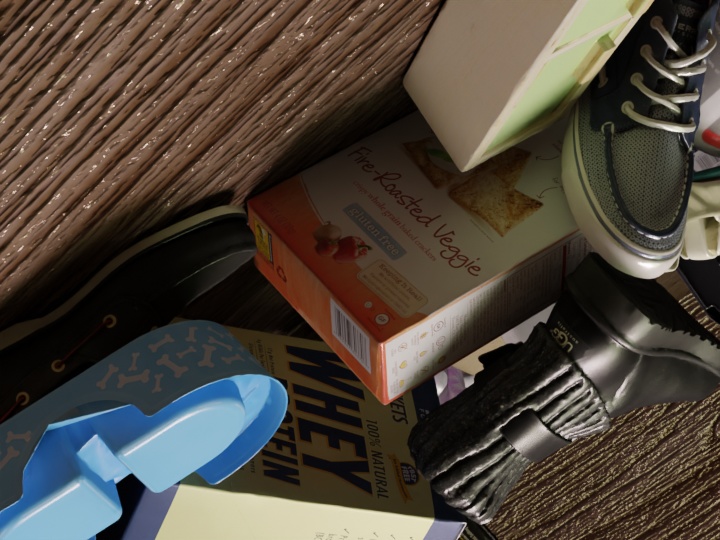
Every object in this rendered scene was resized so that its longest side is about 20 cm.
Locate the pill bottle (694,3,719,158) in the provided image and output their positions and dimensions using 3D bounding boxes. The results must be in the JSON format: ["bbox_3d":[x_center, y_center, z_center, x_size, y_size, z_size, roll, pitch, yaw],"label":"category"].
[{"bbox_3d":[0.275,-0.169,1.115,0.113,0.114,0.200,-23,165,-42],"label":"pill bottle"}]

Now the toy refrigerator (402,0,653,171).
[{"bbox_3d":[0.093,-0.128,0.887,0.076,0.070,0.200,-28,167,-24],"label":"toy refrigerator"}]

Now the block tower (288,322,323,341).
[{"bbox_3d":[-0.020,0.089,1.302,0.058,0.054,0.200,-38,-163,14],"label":"block tower"}]

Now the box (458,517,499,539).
[{"bbox_3d":[0.003,0.228,1.232,0.193,0.200,0.047,-48,128,2],"label":"box"}]

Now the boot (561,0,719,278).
[{"bbox_3d":[0.157,-0.099,0.961,0.072,0.201,0.091,12,142,-17],"label":"boot"}]

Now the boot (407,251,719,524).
[{"bbox_3d":[0.125,0.074,1.025,0.158,0.080,0.211,-49,148,13],"label":"boot"}]

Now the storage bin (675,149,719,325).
[{"bbox_3d":[0.271,-0.069,1.297,0.135,0.201,0.094,-36,170,13],"label":"storage bin"}]

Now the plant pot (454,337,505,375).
[{"bbox_3d":[0.116,0.010,1.370,0.199,0.135,0.200,-31,169,-7],"label":"plant pot"}]

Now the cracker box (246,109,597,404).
[{"bbox_3d":[0.053,-0.028,1.012,0.199,0.134,0.058,-29,142,-22],"label":"cracker box"}]

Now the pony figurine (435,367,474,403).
[{"bbox_3d":[0.066,0.091,1.608,0.200,0.166,0.195,-3,116,-63],"label":"pony figurine"}]

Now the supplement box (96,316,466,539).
[{"bbox_3d":[-0.070,0.154,1.113,0.198,0.135,0.201,10,132,-20],"label":"supplement box"}]

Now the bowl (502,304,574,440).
[{"bbox_3d":[0.118,0.010,1.174,0.074,0.201,0.200,-28,176,3],"label":"bowl"}]

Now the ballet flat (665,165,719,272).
[{"bbox_3d":[0.203,-0.033,1.137,0.199,0.070,0.069,-8,154,-43],"label":"ballet flat"}]

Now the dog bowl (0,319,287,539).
[{"bbox_3d":[-0.135,0.097,0.928,0.199,0.050,0.112,-32,152,-2],"label":"dog bowl"}]

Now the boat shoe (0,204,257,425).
[{"bbox_3d":[-0.137,0.037,0.959,0.201,0.063,0.074,-34,164,-8],"label":"boat shoe"}]
